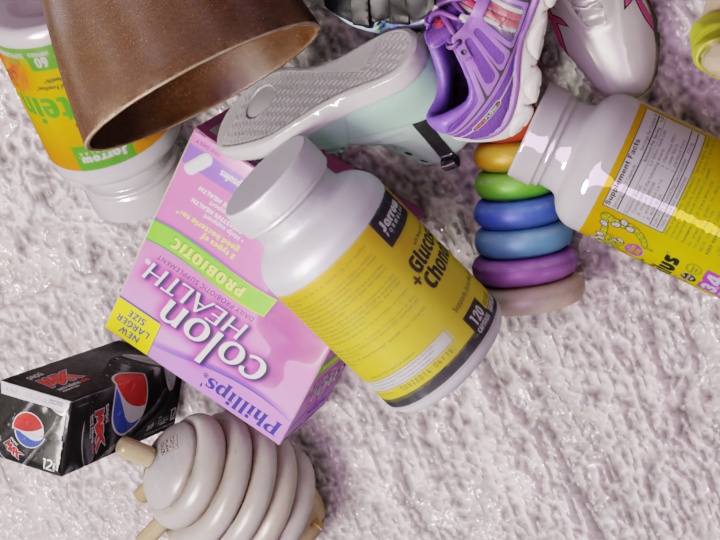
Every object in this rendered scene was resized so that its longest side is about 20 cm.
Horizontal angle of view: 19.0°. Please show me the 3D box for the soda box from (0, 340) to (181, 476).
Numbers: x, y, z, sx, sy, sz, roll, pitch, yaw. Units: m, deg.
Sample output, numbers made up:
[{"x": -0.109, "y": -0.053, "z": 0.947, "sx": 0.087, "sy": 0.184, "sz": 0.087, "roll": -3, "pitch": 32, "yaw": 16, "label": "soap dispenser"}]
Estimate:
[{"x": -0.217, "y": 0.109, "z": 1.741, "sx": 0.070, "sy": 0.200, "sz": 0.064, "roll": 14, "pitch": 103, "yaw": 19, "label": "soda box"}]

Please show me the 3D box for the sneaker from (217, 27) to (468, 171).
[{"x": -0.006, "y": -0.101, "z": 1.591, "sx": 0.200, "sy": 0.074, "sz": 0.118, "roll": -16, "pitch": 139, "yaw": 35, "label": "sneaker"}]

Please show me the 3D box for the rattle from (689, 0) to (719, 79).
[{"x": 0.326, "y": -0.200, "z": 1.468, "sx": 0.142, "sy": 0.130, "sz": 0.201, "roll": 30, "pitch": 91, "yaw": 0, "label": "rattle"}]

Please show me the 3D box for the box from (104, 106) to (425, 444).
[{"x": -0.078, "y": 0.000, "z": 1.702, "sx": 0.176, "sy": 0.097, "sz": 0.200, "roll": 33, "pitch": 119, "yaw": 10, "label": "box"}]

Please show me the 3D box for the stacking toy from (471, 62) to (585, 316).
[{"x": 0.115, "y": -0.071, "z": 1.603, "sx": 0.085, "sy": 0.085, "sz": 0.201, "roll": -3, "pitch": 103, "yaw": 25, "label": "stacking toy"}]

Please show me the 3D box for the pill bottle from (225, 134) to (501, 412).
[{"x": 0.000, "y": 0.000, "z": 1.549, "sx": 0.112, "sy": 0.112, "sz": 0.200, "roll": -35, "pitch": 110, "yaw": 30, "label": "pill bottle"}]

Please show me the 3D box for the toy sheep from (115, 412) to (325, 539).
[{"x": -0.114, "y": 0.180, "z": 1.756, "sx": 0.199, "sy": 0.138, "sz": 0.138, "roll": 21, "pitch": 125, "yaw": -31, "label": "toy sheep"}]

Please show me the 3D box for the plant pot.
[{"x": -0.156, "y": -0.216, "z": 1.520, "sx": 0.187, "sy": 0.187, "sz": 0.201, "roll": -30, "pitch": 86, "yaw": 30, "label": "plant pot"}]

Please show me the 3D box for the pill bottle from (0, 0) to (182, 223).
[{"x": -0.205, "y": -0.138, "z": 1.676, "sx": 0.111, "sy": 0.111, "sz": 0.201, "roll": -1, "pitch": 132, "yaw": 24, "label": "pill bottle"}]

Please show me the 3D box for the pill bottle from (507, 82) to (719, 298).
[{"x": 0.209, "y": -0.059, "z": 1.530, "sx": 0.199, "sy": 0.104, "sz": 0.105, "roll": 25, "pitch": 117, "yaw": 3, "label": "pill bottle"}]

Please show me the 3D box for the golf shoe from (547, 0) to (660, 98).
[{"x": 0.152, "y": -0.209, "z": 1.528, "sx": 0.072, "sy": 0.092, "sz": 0.201, "roll": -19, "pitch": 101, "yaw": 25, "label": "golf shoe"}]

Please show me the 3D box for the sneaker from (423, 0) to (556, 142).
[{"x": 0.085, "y": -0.183, "z": 1.476, "sx": 0.081, "sy": 0.083, "sz": 0.201, "roll": 34, "pitch": 124, "yaw": 56, "label": "sneaker"}]

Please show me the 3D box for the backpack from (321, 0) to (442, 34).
[{"x": 0.033, "y": -0.269, "z": 1.543, "sx": 0.162, "sy": 0.154, "sz": 0.201, "roll": 5, "pitch": 90, "yaw": 19, "label": "backpack"}]
